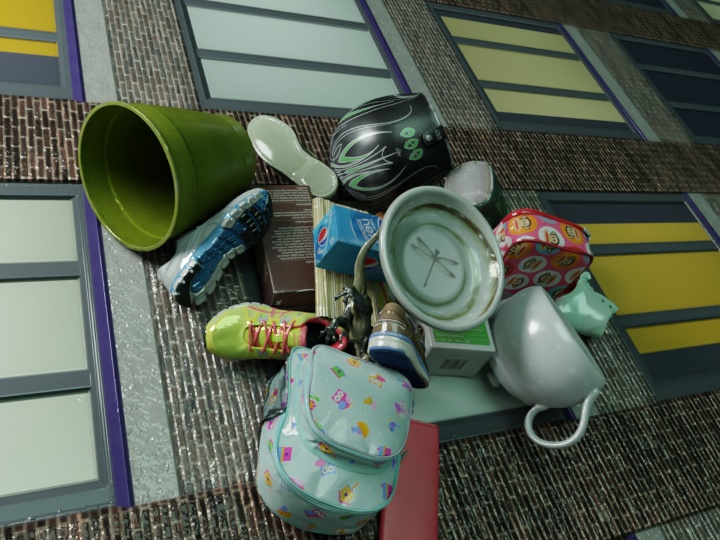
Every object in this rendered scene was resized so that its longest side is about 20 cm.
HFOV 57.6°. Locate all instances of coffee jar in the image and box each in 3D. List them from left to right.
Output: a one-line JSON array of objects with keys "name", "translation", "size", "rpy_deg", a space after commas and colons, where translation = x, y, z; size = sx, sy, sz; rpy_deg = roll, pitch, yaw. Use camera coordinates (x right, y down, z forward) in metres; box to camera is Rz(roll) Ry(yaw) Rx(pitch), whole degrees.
[{"name": "coffee jar", "translation": [0.208, -0.082, 1.099], "size": [0.085, 0.200, 0.104], "rpy_deg": [-12, 50, 22]}]

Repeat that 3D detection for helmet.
[{"name": "helmet", "translation": [0.043, -0.197, 1.100], "size": [0.190, 0.200, 0.200], "rpy_deg": [-22, 59, 3]}]

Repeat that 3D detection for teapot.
[{"name": "teapot", "translation": [0.258, 0.134, 0.979], "size": [0.198, 0.146, 0.200], "rpy_deg": [52, 14, -8]}]

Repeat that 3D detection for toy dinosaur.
[{"name": "toy dinosaur", "translation": [-0.007, 0.048, 0.835], "size": [0.047, 0.200, 0.088], "rpy_deg": [13, 17, 30]}]

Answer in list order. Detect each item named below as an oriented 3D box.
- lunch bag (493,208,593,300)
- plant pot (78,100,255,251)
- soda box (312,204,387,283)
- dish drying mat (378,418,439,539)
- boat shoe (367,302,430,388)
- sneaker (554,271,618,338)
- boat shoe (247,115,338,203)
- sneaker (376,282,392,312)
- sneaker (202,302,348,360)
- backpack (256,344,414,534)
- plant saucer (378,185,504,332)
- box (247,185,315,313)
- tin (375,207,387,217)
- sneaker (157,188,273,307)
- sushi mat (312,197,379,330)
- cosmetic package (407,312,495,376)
[{"name": "lunch bag", "translation": [0.273, -0.001, 1.052], "size": [0.176, 0.200, 0.082], "rpy_deg": [15, 50, -18]}, {"name": "plant pot", "translation": [-0.260, -0.151, 0.944], "size": [0.200, 0.200, 0.193], "rpy_deg": [45, 37, 13]}, {"name": "soda box", "translation": [0.037, -0.027, 0.919], "size": [0.200, 0.068, 0.064], "rpy_deg": [13, 52, -27]}, {"name": "dish drying mat", "translation": [0.064, 0.286, 0.846], "size": [0.077, 0.018, 0.200], "rpy_deg": [17, 49, -11]}, {"name": "boat shoe", "translation": [0.058, 0.102, 0.854], "size": [0.072, 0.200, 0.073], "rpy_deg": [7, 67, 12]}, {"name": "sneaker", "translation": [0.398, 0.033, 1.166], "size": [0.118, 0.074, 0.201], "rpy_deg": [22, 57, 1]}, {"name": "boat shoe", "translation": [-0.115, -0.184, 1.115], "size": [0.072, 0.061, 0.201], "rpy_deg": [-44, 74, -6]}, {"name": "sneaker", "translation": [0.000, 0.000, 1.005], "size": [0.090, 0.078, 0.200], "rpy_deg": [2, 59, -32]}, {"name": "sneaker", "translation": [-0.105, 0.083, 0.865], "size": [0.200, 0.090, 0.078], "rpy_deg": [-1, 93, -25]}, {"name": "backpack", "translation": [-0.030, 0.201, 0.781], "size": [0.176, 0.153, 0.200], "rpy_deg": [23, 50, -17]}, {"name": "plant saucer", "translation": [0.101, -0.012, 0.873], "size": [0.200, 0.050, 0.201], "rpy_deg": [11, 67, -27]}, {"name": "box", "translation": [-0.107, -0.033, 0.982], "size": [0.100, 0.075, 0.200], "rpy_deg": [-3, 54, -22]}, {"name": "tin", "translation": [0.089, -0.087, 1.086], "size": [0.200, 0.112, 0.042], "rpy_deg": [-37, 115, -56]}, {"name": "sneaker", "translation": [-0.208, -0.047, 0.914], "size": [0.087, 0.075, 0.200], "rpy_deg": [29, 69, 35]}, {"name": "sushi mat", "translation": [-0.021, -0.011, 0.927], "size": [0.096, 0.012, 0.200], "rpy_deg": [13, 55, -27]}, {"name": "cosmetic package", "translation": [0.125, 0.056, 1.014], "size": [0.107, 0.085, 0.200], "rpy_deg": [4, 53, -17]}]
